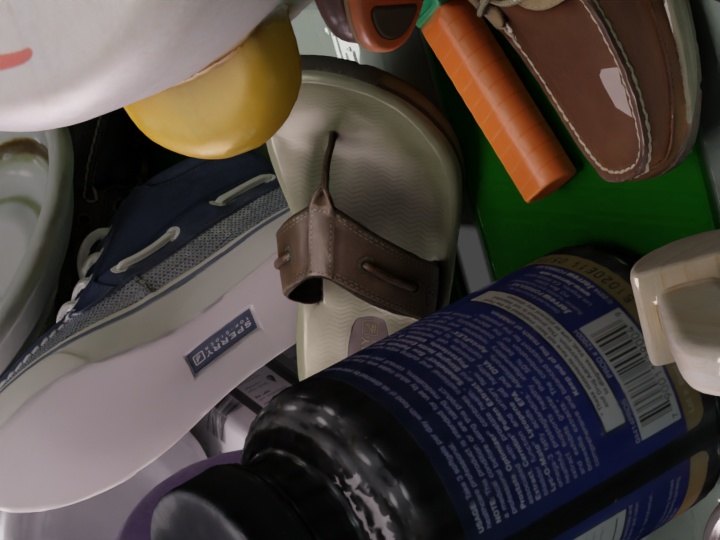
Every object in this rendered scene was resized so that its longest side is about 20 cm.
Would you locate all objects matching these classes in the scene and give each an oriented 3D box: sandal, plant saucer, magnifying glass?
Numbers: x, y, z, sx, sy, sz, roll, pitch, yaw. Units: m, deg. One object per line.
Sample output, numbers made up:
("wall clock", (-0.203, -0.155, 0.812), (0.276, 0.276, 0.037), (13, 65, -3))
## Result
("sandal", (0.001, 0.001, 1.010), (0.079, 0.057, 0.202), (6, 129, 15))
("plant saucer", (-0.189, 0.013, 1.131), (0.050, 0.201, 0.200), (39, 164, -33))
("magnifying glass", (0.022, -0.116, 0.958), (0.200, 0.022, 0.080), (61, 148, 10))

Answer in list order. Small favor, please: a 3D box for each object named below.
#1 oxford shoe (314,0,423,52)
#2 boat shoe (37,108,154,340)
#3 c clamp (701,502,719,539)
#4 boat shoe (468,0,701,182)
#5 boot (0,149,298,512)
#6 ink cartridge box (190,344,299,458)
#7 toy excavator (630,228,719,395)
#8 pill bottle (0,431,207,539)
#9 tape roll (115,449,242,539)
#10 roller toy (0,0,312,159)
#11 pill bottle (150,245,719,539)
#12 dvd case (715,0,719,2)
("oxford shoe", (-0.024, -0.173, 0.908), (0.073, 0.071, 0.201), (-12, 88, 30))
("boat shoe", (-0.123, -0.028, 1.203), (0.065, 0.073, 0.200), (27, 130, 10))
("c clamp", (0.196, 0.157, 0.881), (0.200, 0.027, 0.172), (9, 119, 54))
("boat shoe", (0.049, -0.117, 0.863), (0.076, 0.072, 0.201), (-29, 87, 59))
("boot", (-0.099, 0.022, 1.071), (0.090, 0.200, 0.073), (37, 151, 42))
("ink cartridge box", (-0.032, 0.101, 1.148), (0.200, 0.067, 0.116), (33, 137, 42))
("toy excavator", (0.156, 0.028, 0.763), (0.199, 0.194, 0.100), (-4, 111, 28))
("pill bottle", (-0.161, 0.095, 1.167), (0.200, 0.111, 0.111), (17, 126, 55))
("tape roll", (-0.009, 0.164, 0.954), (0.200, 0.200, 0.085), (44, 131, 31))
("roller toy", (-0.093, -0.146, 0.834), (0.200, 0.140, 0.183), (31, 118, 16))
("pill bottle", (0.028, 0.076, 0.908), (0.112, 0.200, 0.112), (34, 137, 39))
("dvd case", (0.091, -0.126, 0.728), (0.199, 0.016, 0.149), (27, 162, 19))
